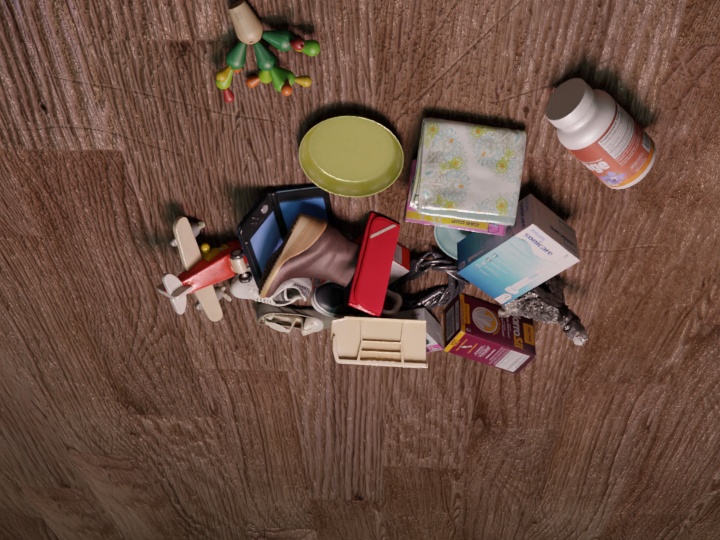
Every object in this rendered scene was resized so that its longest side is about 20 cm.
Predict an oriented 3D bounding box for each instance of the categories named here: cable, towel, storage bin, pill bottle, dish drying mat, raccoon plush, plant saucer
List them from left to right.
[{"bbox_3d":[-0.016,-0.219,1.575,0.196,0.031,0.202,3,140,3],"label":"plant saucer"},{"bbox_3d":[0.029,-0.013,1.687,0.076,0.203,0.018,23,156,-24],"label":"dish drying mat"},{"bbox_3d":[0.037,0.151,1.751,0.195,0.096,0.200,3,174,1],"label":"storage bin"},{"bbox_3d":[0.144,0.028,1.848,0.161,0.051,0.200,19,140,-27],"label":"cable"},{"bbox_3d":[0.194,-0.178,1.514,0.196,0.048,0.174,8,96,-4],"label":"towel"},{"bbox_3d":[0.247,-0.091,1.698,0.196,0.036,0.202,2,139,2],"label":"plant saucer"},{"bbox_3d":[0.380,0.103,1.816,0.096,0.202,0.134,-9,153,-37],"label":"raccoon plush"},{"bbox_3d":[0.411,-0.237,1.450,0.199,0.113,0.112,34,132,-30],"label":"pill bottle"}]

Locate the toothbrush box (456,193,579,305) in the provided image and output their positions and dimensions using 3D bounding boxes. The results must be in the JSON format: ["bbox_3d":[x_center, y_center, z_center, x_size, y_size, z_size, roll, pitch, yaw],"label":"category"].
[{"bbox_3d":[0.308,-0.037,1.662,0.145,0.086,0.199,31,134,-28],"label":"toothbrush box"}]

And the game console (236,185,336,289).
[{"bbox_3d":[-0.142,-0.063,1.712,0.117,0.172,0.202,19,146,25],"label":"game console"}]

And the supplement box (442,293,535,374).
[{"bbox_3d":[0.292,0.145,1.915,0.197,0.112,0.086,18,138,-17],"label":"supplement box"}]

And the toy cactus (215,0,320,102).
[{"bbox_3d":[-0.172,-0.359,1.388,0.197,0.103,0.166,-8,129,28],"label":"toy cactus"}]

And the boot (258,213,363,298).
[{"bbox_3d":[-0.097,0.000,1.694,0.165,0.072,0.202,28,103,-21],"label":"boot"}]

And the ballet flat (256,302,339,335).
[{"bbox_3d":[-0.147,0.121,1.965,0.196,0.064,0.068,11,140,-8],"label":"ballet flat"}]

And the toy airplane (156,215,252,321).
[{"bbox_3d":[-0.340,-0.002,1.778,0.197,0.141,0.202,19,106,-35],"label":"toy airplane"}]

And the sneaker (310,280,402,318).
[{"bbox_3d":[-0.004,0.056,1.763,0.197,0.080,0.079,8,154,-28],"label":"sneaker"}]

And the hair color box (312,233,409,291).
[{"bbox_3d":[0.000,0.000,1.809,0.110,0.065,0.199,30,133,-30],"label":"hair color box"}]

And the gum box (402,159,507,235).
[{"bbox_3d":[0.185,-0.136,1.577,0.196,0.066,0.116,8,96,-1],"label":"gum box"}]

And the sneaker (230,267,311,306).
[{"bbox_3d":[-0.202,0.039,1.862,0.197,0.081,0.077,-9,140,18],"label":"sneaker"}]

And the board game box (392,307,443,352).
[{"bbox_3d":[0.078,0.153,1.954,0.197,0.065,0.148,-11,154,20],"label":"board game box"}]
